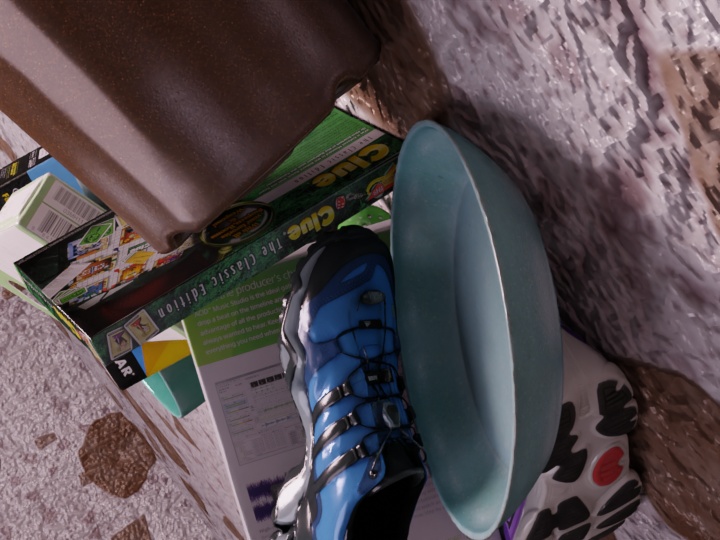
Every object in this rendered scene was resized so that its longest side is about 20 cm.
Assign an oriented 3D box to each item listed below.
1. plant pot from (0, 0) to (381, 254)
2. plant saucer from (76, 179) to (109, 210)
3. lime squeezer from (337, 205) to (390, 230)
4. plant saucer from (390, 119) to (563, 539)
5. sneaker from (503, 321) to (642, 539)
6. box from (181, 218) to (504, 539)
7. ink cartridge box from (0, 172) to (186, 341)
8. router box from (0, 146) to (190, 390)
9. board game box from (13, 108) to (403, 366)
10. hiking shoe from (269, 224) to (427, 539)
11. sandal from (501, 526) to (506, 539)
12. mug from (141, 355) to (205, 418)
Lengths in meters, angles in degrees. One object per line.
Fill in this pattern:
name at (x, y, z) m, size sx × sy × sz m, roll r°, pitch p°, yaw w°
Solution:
plant pot at (-0.106, -0.130, 0.693) m, size 0.198 × 0.200 × 0.200 m, roll 46°, pitch 165°, yaw -10°
plant saucer at (-0.122, -0.030, 1.013) m, size 0.200 × 0.039 × 0.201 m, roll 24°, pitch 173°, yaw 3°
lime squeezer at (0.000, 0.000, 0.874) m, size 0.070 × 0.038 × 0.201 m, roll 3°, pitch 119°, yaw 47°
plant saucer at (0.056, 0.026, 0.697) m, size 0.200 × 0.036 × 0.202 m, roll 172°, pitch 90°, yaw -78°
sneaker at (0.105, 0.091, 0.788) m, size 0.201 × 0.080 × 0.084 m, roll 87°, pitch 159°, yaw -48°
box at (-0.011, 0.083, 0.829) m, size 0.036 × 0.143 × 0.201 m, roll -135°, pitch 29°, yaw -78°
ink cartridge box at (-0.200, 0.001, 1.042) m, size 0.145 × 0.048 × 0.200 m, roll 34°, pitch 162°, yaw -20°
router box at (-0.177, -0.024, 1.144) m, size 0.201 × 0.149 × 0.051 m, roll 60°, pitch -177°, yaw -26°
board game box at (-0.076, -0.027, 0.772) m, size 0.105 × 0.199 × 0.024 m, roll 32°, pitch 147°, yaw 51°
hiking shoe at (0.006, 0.078, 0.759) m, size 0.086 × 0.074 × 0.202 m, roll 16°, pitch 108°, yaw 46°
sandal at (0.066, 0.090, 0.921) m, size 0.201 × 0.048 × 0.075 m, roll 58°, pitch 170°, yaw 31°
mug at (-0.158, 0.036, 1.285) m, size 0.152 × 0.114 × 0.185 m, roll 53°, pitch 163°, yaw -1°
